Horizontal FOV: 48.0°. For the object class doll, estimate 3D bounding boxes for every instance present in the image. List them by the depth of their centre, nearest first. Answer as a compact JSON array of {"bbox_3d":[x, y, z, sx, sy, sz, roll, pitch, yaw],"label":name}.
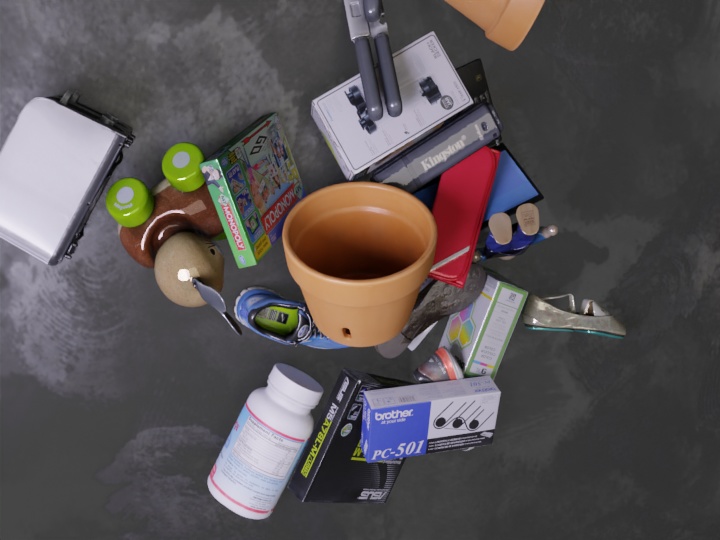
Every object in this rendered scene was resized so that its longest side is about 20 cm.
[{"bbox_3d":[0.221,-0.046,1.170,0.133,0.200,0.050,-18,79,2],"label":"doll"}]

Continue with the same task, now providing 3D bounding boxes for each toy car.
[{"bbox_3d":[-0.198,-0.019,1.000,0.156,0.202,0.165,-32,156,-7],"label":"toy car"}]

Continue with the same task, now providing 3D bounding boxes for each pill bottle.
[{"bbox_3d":[-0.133,0.244,1.169,0.107,0.109,0.203,26,95,-22],"label":"pill bottle"}]

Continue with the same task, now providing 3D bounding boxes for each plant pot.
[{"bbox_3d":[0.000,0.000,1.059,0.195,0.202,0.142,-14,134,-14],"label":"plant pot"},{"bbox_3d":[0.178,-0.413,1.064,0.137,0.200,0.205,19,98,-5],"label":"plant pot"}]

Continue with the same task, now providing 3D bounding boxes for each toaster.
[{"bbox_3d":[-0.363,-0.110,0.964,0.117,0.181,0.203,29,95,-17],"label":"toaster"}]

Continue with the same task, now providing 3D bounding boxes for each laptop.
[{"bbox_3d":[0.143,-0.169,1.153,0.174,0.103,0.204,-25,113,-11],"label":"laptop"}]

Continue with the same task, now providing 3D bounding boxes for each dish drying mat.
[{"bbox_3d":[0.138,-0.083,1.129,0.075,0.018,0.205,17,82,-5],"label":"dish drying mat"}]

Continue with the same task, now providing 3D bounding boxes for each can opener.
[{"bbox_3d":[0.015,-0.295,1.059,0.051,0.067,0.205,-10,74,2],"label":"can opener"}]

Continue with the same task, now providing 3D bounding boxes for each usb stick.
[{"bbox_3d":[0.104,-0.160,1.115,0.197,0.033,0.056,-32,99,2],"label":"usb stick"}]

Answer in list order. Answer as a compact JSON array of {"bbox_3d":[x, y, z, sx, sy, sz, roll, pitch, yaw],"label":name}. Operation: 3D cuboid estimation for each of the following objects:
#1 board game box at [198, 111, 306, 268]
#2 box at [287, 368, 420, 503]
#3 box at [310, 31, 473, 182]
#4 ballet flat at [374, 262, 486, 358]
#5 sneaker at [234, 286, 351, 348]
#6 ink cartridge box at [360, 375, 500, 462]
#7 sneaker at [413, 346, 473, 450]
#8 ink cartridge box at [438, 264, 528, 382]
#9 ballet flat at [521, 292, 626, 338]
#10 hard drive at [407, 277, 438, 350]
[{"bbox_3d":[-0.130,-0.109,1.039,0.028,0.201,0.137,-11,113,21],"label":"board game box"},{"bbox_3d":[0.006,0.254,1.211,0.198,0.047,0.197,20,95,-48],"label":"box"},{"bbox_3d":[0.041,-0.223,1.109,0.197,0.060,0.118,-32,89,-8],"label":"box"},{"bbox_3d":[0.100,0.055,1.198,0.199,0.046,0.068,-40,107,0],"label":"ballet flat"},{"bbox_3d":[-0.080,0.081,1.154,0.195,0.089,0.081,10,103,-20],"label":"sneaker"},{"bbox_3d":[0.099,0.212,1.159,0.194,0.044,0.096,-5,118,-15],"label":"ink cartridge box"},{"bbox_3d":[0.122,0.205,1.232,0.080,0.077,0.203,-26,123,-10],"label":"sneaker"},{"bbox_3d":[0.175,0.103,1.237,0.058,0.104,0.205,16,99,-21],"label":"ink cartridge box"},{"bbox_3d":[0.353,0.071,1.310,0.195,0.067,0.064,7,93,-20],"label":"ballet flat"},{"bbox_3d":[0.052,0.008,1.213,0.200,0.027,0.132,42,89,-24],"label":"hard drive"}]
